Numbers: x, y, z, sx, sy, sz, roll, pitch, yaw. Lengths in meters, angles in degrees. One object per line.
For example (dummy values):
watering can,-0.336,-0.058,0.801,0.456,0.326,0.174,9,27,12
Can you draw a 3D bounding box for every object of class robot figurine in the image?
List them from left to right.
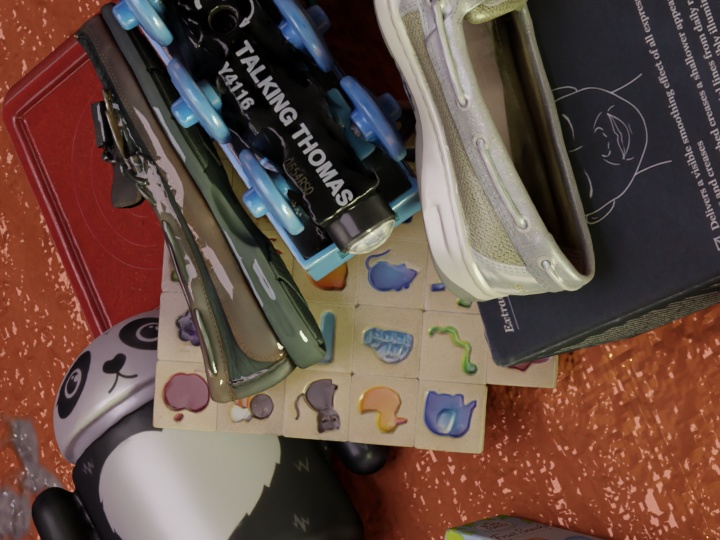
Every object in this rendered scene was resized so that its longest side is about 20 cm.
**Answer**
robot figurine,-0.076,0.114,1.409,0.200,0.150,0.125,60,144,17

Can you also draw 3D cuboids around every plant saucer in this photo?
plant saucer,-0.109,-0.056,1.475,0.200,0.037,0.200,-35,73,39

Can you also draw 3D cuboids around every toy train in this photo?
toy train,-0.047,-0.089,1.286,0.087,0.114,0.200,-35,82,-2

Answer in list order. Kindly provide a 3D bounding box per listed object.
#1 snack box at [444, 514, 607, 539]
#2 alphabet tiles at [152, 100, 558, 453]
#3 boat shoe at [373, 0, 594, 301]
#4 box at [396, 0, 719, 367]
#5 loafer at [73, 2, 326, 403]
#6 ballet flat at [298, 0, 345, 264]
snack box,0.104,0.230,1.317,0.142,0.053,0.201,10,102,39
alphabet tiles,0.000,0.000,1.336,0.199,0.008,0.168,4,89,12
boat shoe,0.055,-0.088,1.165,0.065,0.074,0.203,-5,96,35
box,0.138,-0.061,1.211,0.200,0.107,0.149,-24,80,40
loafer,-0.091,-0.031,1.316,0.063,0.072,0.200,-31,85,5
ballet flat,-0.037,-0.086,1.379,0.071,0.071,0.201,-27,80,40
